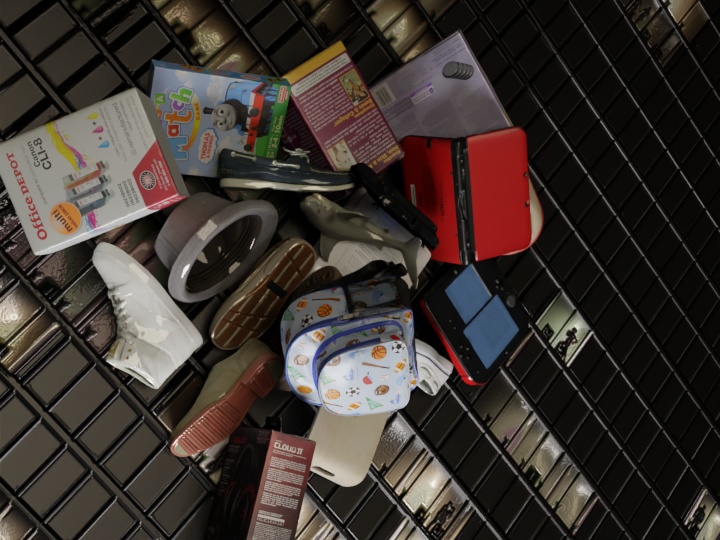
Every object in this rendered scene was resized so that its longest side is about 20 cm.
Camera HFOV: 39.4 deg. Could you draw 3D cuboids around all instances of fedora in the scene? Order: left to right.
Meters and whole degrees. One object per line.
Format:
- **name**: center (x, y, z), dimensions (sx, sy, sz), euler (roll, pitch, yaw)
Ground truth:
- **fedora**: center (-0.215, -0.047, 1.409), dimensions (0.090, 0.178, 0.199), euler (40, 35, 16)

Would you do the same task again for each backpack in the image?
- **backpack**: center (-0.016, 0.110, 1.385), dimensions (0.186, 0.155, 0.203), euler (-6, 126, 1)

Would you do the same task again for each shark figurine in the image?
- **shark figurine**: center (-0.013, -0.045, 1.484), dimensions (0.212, 0.128, 0.091), euler (25, 92, -21)

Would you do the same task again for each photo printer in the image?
- **photo printer**: center (0.000, 0.000, 1.556), dimensions (0.166, 0.069, 0.201), euler (43, 66, -18)

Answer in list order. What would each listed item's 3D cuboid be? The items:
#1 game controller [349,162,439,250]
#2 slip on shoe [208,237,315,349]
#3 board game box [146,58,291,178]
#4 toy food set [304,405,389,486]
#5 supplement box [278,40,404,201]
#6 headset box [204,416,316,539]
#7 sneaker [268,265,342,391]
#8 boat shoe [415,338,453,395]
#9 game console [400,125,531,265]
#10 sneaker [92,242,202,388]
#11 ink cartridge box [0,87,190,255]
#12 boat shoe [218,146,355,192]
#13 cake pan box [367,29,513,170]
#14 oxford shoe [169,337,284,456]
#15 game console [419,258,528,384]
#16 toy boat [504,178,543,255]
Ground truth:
- **game controller**: center (0.052, -0.094, 1.493), dimensions (0.042, 0.104, 0.200), euler (-50, 147, 3)
- **slip on shoe**: center (-0.149, 0.029, 1.475), dimensions (0.201, 0.060, 0.076), euler (-51, 123, -5)
- **board game box**: center (-0.208, -0.208, 1.424), dimensions (0.196, 0.037, 0.154), euler (4, 118, -23)
- **toy food set**: center (-0.028, 0.212, 1.524), dimensions (0.143, 0.060, 0.203), euler (36, 68, -41)
- **supplement box**: center (-0.046, -0.223, 1.535), dimensions (0.130, 0.103, 0.202), euler (-36, 101, -28)
- **headset box**: center (-0.139, 0.304, 1.396), dimensions (0.074, 0.148, 0.204), euler (19, 76, -26)
- **sneaker**: center (-0.074, 0.087, 1.482), dimensions (0.075, 0.070, 0.202), euler (26, 103, -39)
- **boat shoe**: center (0.084, 0.146, 1.558), dimensions (0.199, 0.073, 0.068), euler (33, 78, -48)
- **game console**: center (0.167, -0.124, 1.599), dimensions (0.118, 0.170, 0.204), euler (-28, 118, -45)
- **sneaker**: center (-0.315, 0.068, 1.364), dimensions (0.201, 0.073, 0.116), euler (50, 61, -17)
- **ink cartridge box**: center (-0.342, -0.124, 1.290), dimensions (0.197, 0.145, 0.148), euler (-23, 96, -2)
- **boat shoe**: center (-0.104, -0.144, 1.437), dimensions (0.196, 0.075, 0.063), euler (1, 91, -8)
- **cake pan box**: center (0.119, -0.250, 1.597), dimensions (0.198, 0.052, 0.186), euler (-31, 102, 14)
- **oxford shoe**: center (-0.199, 0.180, 1.431), dimensions (0.199, 0.074, 0.071), euler (-41, 140, -12)
- **game console**: center (0.193, 0.072, 1.658), dimensions (0.200, 0.031, 0.179), euler (-41, 106, -42)
- **toy boat**: center (0.234, -0.126, 1.688), dimensions (0.130, 0.129, 0.203), euler (-4, 70, -66)
